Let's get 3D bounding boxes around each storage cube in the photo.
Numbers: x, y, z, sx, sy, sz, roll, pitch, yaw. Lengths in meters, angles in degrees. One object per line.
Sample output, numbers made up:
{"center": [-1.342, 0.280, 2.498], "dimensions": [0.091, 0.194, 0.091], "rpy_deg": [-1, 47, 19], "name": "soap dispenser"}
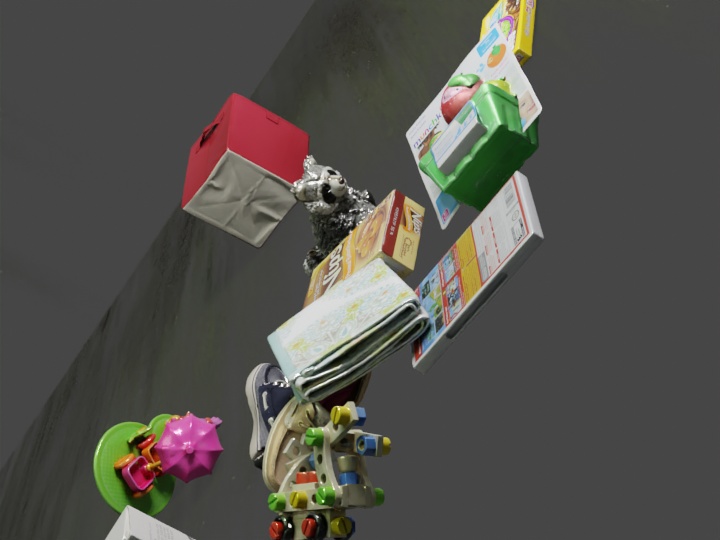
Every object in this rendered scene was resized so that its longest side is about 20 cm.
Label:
{"center": [-0.209, -0.183, 2.199], "dimensions": [0.171, 0.199, 0.180], "rpy_deg": [-46, 27, 32], "name": "storage cube"}

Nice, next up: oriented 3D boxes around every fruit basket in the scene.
{"center": [0.122, -0.174, 1.380], "dimensions": [0.185, 0.093, 0.201], "rpy_deg": [-49, 39, 27], "name": "fruit basket"}

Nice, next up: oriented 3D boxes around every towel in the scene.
{"center": [-0.017, 0.068, 1.337], "dimensions": [0.171, 0.048, 0.200], "rpy_deg": [-33, 19, -3], "name": "towel"}

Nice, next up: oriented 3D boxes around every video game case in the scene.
{"center": [0.118, 0.001, 1.265], "dimensions": [0.200, 0.017, 0.143], "rpy_deg": [-50, 19, 24], "name": "video game case"}

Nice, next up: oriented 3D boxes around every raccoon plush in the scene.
{"center": [-0.068, -0.068, 1.700], "dimensions": [0.200, 0.134, 0.097], "rpy_deg": [-47, 22, 32], "name": "raccoon plush"}

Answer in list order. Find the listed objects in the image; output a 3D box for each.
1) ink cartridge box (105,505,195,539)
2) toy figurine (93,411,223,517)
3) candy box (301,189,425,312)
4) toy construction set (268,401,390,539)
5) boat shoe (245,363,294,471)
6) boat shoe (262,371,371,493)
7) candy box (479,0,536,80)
{"center": [-0.191, 0.355, 1.213], "dimensions": [0.147, 0.199, 0.083], "rpy_deg": [-56, 17, 4], "name": "ink cartridge box"}
{"center": [-0.271, 0.267, 1.776], "dimensions": [0.184, 0.151, 0.200], "rpy_deg": [-24, 11, 39], "name": "toy figurine"}
{"center": [0.000, 0.000, 1.530], "dimensions": [0.200, 0.055, 0.116], "rpy_deg": [-43, 23, 41], "name": "candy box"}
{"center": [-0.042, 0.212, 1.217], "dimensions": [0.200, 0.092, 0.132], "rpy_deg": [147, 123, -65], "name": "toy construction set"}
{"center": [-0.089, 0.166, 1.491], "dimensions": [0.093, 0.075, 0.200], "rpy_deg": [-44, 29, 20], "name": "boat shoe"}
{"center": [-0.047, 0.164, 1.352], "dimensions": [0.201, 0.073, 0.069], "rpy_deg": [-63, 12, -18], "name": "boat shoe"}
{"center": [0.192, -0.309, 1.572], "dimensions": [0.102, 0.026, 0.201], "rpy_deg": [-48, 19, 39], "name": "candy box"}
